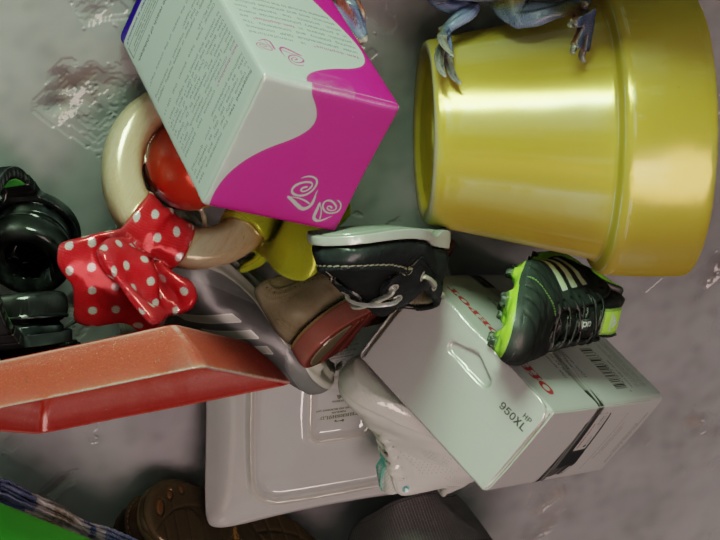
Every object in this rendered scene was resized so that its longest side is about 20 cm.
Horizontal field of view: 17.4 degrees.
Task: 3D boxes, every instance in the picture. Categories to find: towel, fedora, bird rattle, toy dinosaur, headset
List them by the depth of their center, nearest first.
[{"bbox_3d":[0.074,-0.189,1.594,0.200,0.181,0.105,-29,124,-54],"label":"toy dinosaur"},{"bbox_3d":[-0.117,-0.046,1.605,0.199,0.164,0.113,-14,174,-16],"label":"bird rattle"},{"bbox_3d":[-0.241,0.012,1.608,0.094,0.124,0.200,-6,151,13],"label":"headset"},{"bbox_3d":[-0.242,0.210,1.771,0.200,0.024,0.147,29,144,-36],"label":"towel"},{"bbox_3d":[0.049,0.234,1.893,0.176,0.091,0.200,-20,159,-4],"label":"fedora"}]

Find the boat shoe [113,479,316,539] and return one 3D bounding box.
[{"bbox_3d":[-0.106,0.223,1.858,0.200,0.072,0.067,27,143,-31],"label":"boat shoe"}]

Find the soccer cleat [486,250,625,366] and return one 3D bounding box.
[{"bbox_3d":[0.142,0.026,1.664,0.081,0.200,0.068,17,106,11],"label":"soccer cleat"}]

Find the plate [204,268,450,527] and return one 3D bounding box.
[{"bbox_3d":[-0.021,0.100,1.794,0.199,0.032,0.201,-8,115,-19],"label":"plate"}]

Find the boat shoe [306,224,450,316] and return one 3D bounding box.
[{"bbox_3d":[0.018,0.000,1.565,0.200,0.075,0.061,0,91,-68],"label":"boat shoe"}]

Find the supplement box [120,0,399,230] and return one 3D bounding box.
[{"bbox_3d":[-0.068,-0.129,1.510,0.101,0.200,0.104,12,120,-30],"label":"supplement box"}]

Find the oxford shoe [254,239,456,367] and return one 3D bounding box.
[{"bbox_3d":[0.000,0.000,1.701,0.070,0.075,0.200,-50,168,34],"label":"oxford shoe"}]

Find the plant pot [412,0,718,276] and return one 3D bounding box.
[{"bbox_3d":[0.137,-0.096,1.645,0.188,0.201,0.201,0,126,-6],"label":"plant pot"}]

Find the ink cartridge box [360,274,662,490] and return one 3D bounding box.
[{"bbox_3d":[0.113,0.078,1.738,0.084,0.145,0.200,-52,157,19],"label":"ink cartridge box"}]

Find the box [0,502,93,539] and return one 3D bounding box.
[{"bbox_3d":[-0.269,0.254,1.730,0.200,0.097,0.176,27,146,-36],"label":"box"}]

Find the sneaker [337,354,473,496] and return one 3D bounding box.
[{"bbox_3d":[0.036,0.129,1.761,0.088,0.075,0.200,-44,140,14],"label":"sneaker"}]

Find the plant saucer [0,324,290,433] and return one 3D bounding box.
[{"bbox_3d":[-0.171,0.074,1.606,0.199,0.037,0.200,-12,172,14],"label":"plant saucer"}]

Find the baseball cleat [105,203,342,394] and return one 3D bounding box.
[{"bbox_3d":[-0.109,0.032,1.696,0.106,0.070,0.200,-37,110,16],"label":"baseball cleat"}]
